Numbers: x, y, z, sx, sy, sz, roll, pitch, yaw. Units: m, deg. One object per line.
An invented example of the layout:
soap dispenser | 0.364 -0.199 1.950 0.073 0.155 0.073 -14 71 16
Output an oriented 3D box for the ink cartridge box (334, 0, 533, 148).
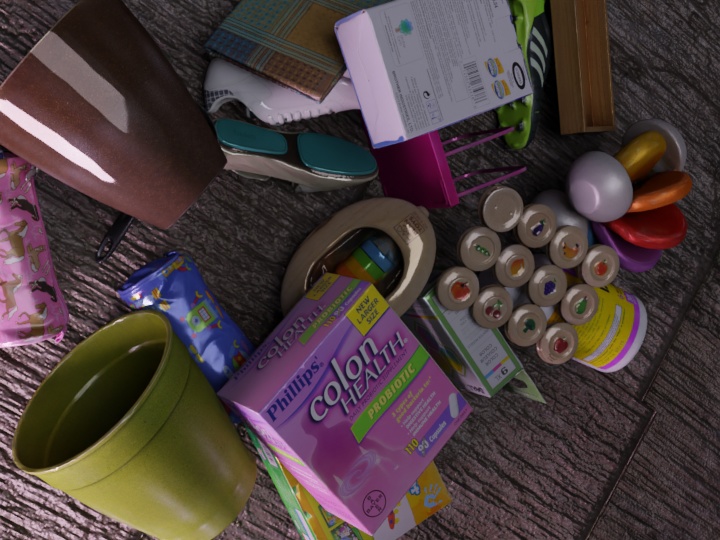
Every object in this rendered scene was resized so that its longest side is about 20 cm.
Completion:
ink cartridge box | 0.090 -0.222 1.190 0.199 0.076 0.137 -23 101 -24

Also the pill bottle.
pill bottle | 0.241 0.044 1.402 0.199 0.104 0.105 23 83 -23

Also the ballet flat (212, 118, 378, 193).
ballet flat | -0.081 -0.121 1.278 0.199 0.069 0.070 13 87 -18

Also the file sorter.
file sorter | 0.086 -0.184 1.309 0.125 0.139 0.201 -23 101 -24

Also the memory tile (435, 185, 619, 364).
memory tile | 0.190 0.007 1.297 0.200 0.017 0.154 28 93 -23

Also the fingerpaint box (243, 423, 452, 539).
fingerpaint box | -0.014 0.214 1.314 0.167 0.073 0.201 -30 103 -20

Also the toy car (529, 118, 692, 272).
toy car | 0.310 -0.072 1.370 0.175 0.200 0.150 -31 81 -35

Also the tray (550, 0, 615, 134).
tray | 0.270 -0.269 1.416 0.099 0.037 0.201 -12 99 -55

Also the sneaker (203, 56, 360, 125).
sneaker | -0.070 -0.192 1.258 0.199 0.076 0.081 11 88 3

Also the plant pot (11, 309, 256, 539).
plant pot | -0.211 0.178 1.179 0.200 0.200 0.193 -48 121 -14

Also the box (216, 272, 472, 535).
box | -0.012 0.136 1.202 0.176 0.097 0.200 -48 117 -18

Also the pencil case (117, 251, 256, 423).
pencil case | -0.168 0.069 1.239 0.087 0.078 0.200 -44 108 -22

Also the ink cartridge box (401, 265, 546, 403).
ink cartridge box | 0.122 0.089 1.353 0.059 0.104 0.200 -40 107 -16

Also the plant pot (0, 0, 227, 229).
plant pot | -0.233 -0.141 1.129 0.200 0.187 0.187 42 76 -11

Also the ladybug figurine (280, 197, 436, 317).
ladybug figurine | 0.000 0.000 1.294 0.200 0.072 0.136 -39 90 2

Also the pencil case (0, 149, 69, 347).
pencil case | -0.351 -0.021 1.156 0.083 0.086 0.201 -20 102 -53

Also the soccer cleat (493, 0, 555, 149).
soccer cleat | 0.205 -0.246 1.399 0.081 0.067 0.201 -2 93 -36

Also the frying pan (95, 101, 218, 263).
frying pan | -0.206 -0.089 1.218 0.115 0.031 0.191 13 93 18

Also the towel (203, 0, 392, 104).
towel | -0.055 -0.273 1.240 0.146 0.022 0.200 26 60 12
